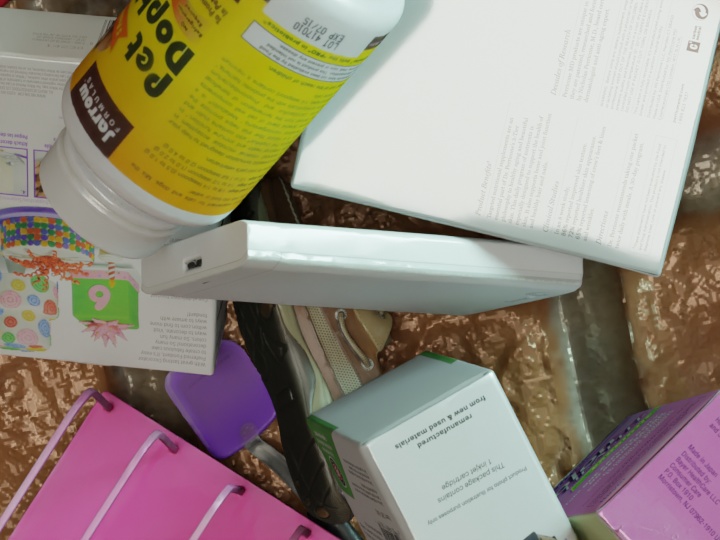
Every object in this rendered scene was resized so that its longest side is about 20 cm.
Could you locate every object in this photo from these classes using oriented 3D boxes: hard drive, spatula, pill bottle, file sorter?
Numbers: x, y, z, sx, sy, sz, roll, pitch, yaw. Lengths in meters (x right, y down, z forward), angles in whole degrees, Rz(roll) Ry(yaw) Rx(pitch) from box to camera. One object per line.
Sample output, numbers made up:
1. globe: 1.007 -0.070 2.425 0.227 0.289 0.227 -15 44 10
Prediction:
1. hard drive: 0.000 0.000 1.324 0.200 0.132 0.026 5 80 -28
2. spatula: -0.037 0.127 1.454 0.057 0.021 0.200 -40 92 18
3. pill bottle: -0.076 -0.099 1.244 0.109 0.109 0.200 43 117 1
4. file sorter: -0.103 0.173 1.380 0.200 0.125 0.139 32 83 5

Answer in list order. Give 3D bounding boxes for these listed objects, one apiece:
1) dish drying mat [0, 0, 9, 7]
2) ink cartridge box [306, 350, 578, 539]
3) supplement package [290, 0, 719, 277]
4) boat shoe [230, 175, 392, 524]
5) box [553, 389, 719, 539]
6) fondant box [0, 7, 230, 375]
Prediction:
1. dish drying mat: -0.173 -0.237 1.424 0.200 0.018 0.077 -42 91 12
2. ink cartridge box: 0.062 0.153 1.316 0.084 0.145 0.200 -28 98 -10
3. supplement package: 0.085 -0.103 1.332 0.200 0.151 0.152 14 101 7
4. boat shoe: -0.020 0.043 1.420 0.074 0.076 0.200 -16 87 -21
5. box: 0.194 0.165 1.322 0.097 0.200 0.176 -43 90 -12
6. fondant box: -0.147 -0.043 1.385 0.144 0.058 0.200 5 122 2
